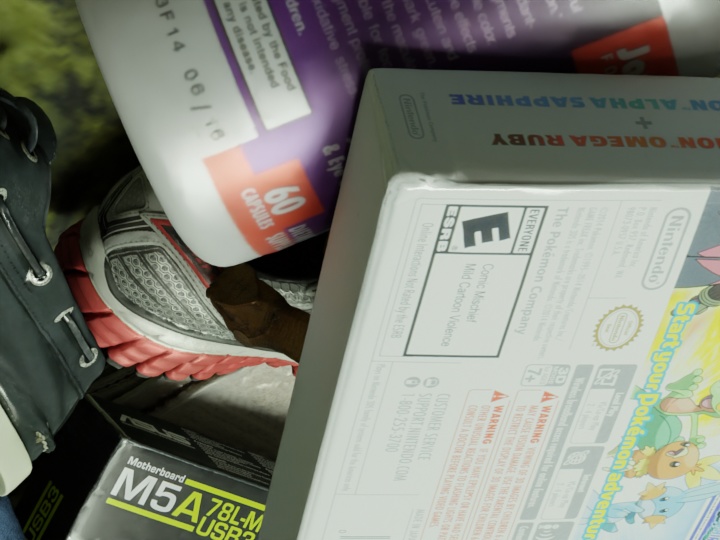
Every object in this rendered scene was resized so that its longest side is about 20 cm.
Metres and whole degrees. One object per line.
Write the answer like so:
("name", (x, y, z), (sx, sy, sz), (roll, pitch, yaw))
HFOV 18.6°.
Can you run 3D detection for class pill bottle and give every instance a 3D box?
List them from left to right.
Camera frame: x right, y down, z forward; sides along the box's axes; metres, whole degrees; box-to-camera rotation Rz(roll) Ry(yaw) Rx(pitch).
("pill bottle", (0.032, -0.085, 0.576), (0.199, 0.112, 0.111), (-21, 152, 6))

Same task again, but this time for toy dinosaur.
("toy dinosaur", (0.047, 0.041, 0.666), (0.199, 0.061, 0.106), (5, 143, 10))

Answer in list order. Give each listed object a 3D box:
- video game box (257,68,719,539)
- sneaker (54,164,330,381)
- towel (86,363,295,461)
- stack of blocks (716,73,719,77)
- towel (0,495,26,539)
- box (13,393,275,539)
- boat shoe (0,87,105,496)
("video game box", (0.074, 0.033, 0.596), (0.181, 0.047, 0.201), (2, 136, -13))
("sneaker", (0.000, 0.000, 0.748), (0.199, 0.078, 0.082), (5, 143, -37))
("towel", (-0.022, 0.061, 0.891), (0.132, 0.035, 0.200), (-29, 151, 20))
("stack of blocks", (0.137, 0.000, 0.686), (0.199, 0.059, 0.115), (8, 144, 5))
("towel", (-0.160, 0.093, 0.711), (0.048, 0.201, 0.112), (1, -151, 39))
("box", (-0.068, 0.164, 0.852), (0.200, 0.047, 0.194), (23, 97, -37))
("boat shoe", (-0.116, -0.022, 0.638), (0.066, 0.074, 0.200), (-39, 133, -26))
